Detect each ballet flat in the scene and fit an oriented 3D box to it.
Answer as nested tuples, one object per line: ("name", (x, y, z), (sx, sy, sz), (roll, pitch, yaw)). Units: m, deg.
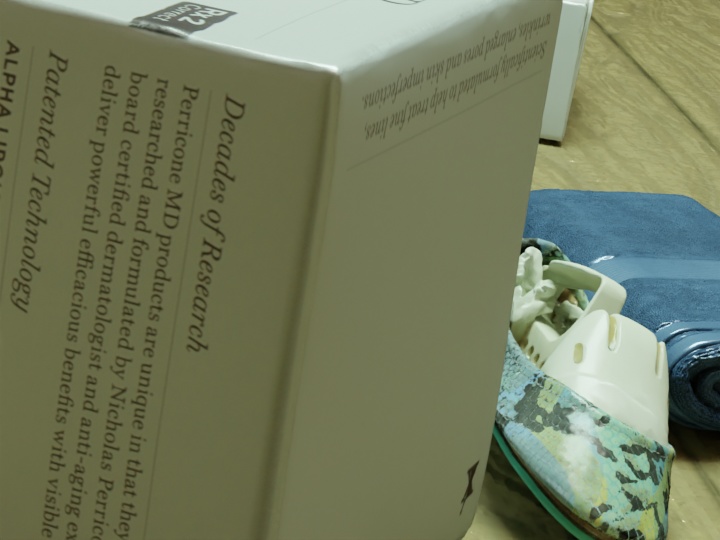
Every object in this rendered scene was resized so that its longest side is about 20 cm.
("ballet flat", (0.077, 0.036, 1.012), (0.074, 0.074, 0.200), (5, 19, -16))

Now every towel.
("towel", (0.134, 0.018, 1.153), (0.111, 0.049, 0.200), (3, 19, -20))

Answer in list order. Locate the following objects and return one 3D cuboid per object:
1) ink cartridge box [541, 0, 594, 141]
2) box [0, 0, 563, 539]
("ink cartridge box", (0.024, -0.144, 1.550), (0.199, 0.086, 0.146), (11, 17, 1))
("box", (-0.041, 0.005, 0.840), (0.130, 0.201, 0.199), (15, 17, 18))
